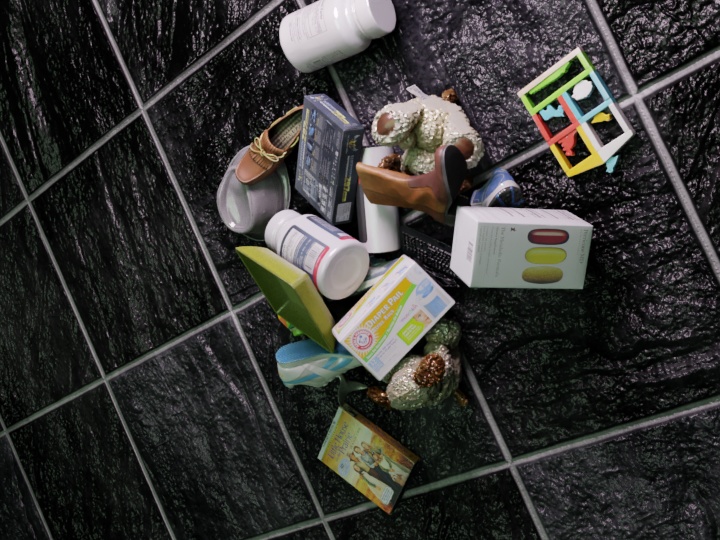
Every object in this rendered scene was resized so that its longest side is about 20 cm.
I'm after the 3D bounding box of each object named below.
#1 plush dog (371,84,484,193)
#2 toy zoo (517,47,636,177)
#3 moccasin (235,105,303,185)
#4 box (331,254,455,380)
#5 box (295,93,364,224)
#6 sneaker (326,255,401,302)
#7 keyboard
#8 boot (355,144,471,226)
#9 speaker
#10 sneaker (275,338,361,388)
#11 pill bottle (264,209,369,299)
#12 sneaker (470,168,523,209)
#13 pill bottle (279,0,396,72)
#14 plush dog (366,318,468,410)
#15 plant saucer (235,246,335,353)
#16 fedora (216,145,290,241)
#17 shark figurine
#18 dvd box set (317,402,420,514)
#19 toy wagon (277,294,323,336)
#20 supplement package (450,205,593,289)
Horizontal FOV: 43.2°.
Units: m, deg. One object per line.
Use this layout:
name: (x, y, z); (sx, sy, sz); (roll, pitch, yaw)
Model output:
plush dog: (0.125, -0.216, 1.611); (0.199, 0.161, 0.172); (18, 130, 11)
toy zoo: (0.362, -0.247, 1.501); (0.131, 0.020, 0.201); (-34, 81, 35)
moccasin: (-0.169, -0.245, 1.784); (0.201, 0.078, 0.074); (-36, 83, 11)
box: (0.057, 0.084, 1.661); (0.112, 0.101, 0.200); (43, 90, -13)
box: (-0.062, -0.211, 1.721); (0.158, 0.051, 0.201); (45, 136, 44)
sneaker: (0.000, 0.000, 1.770); (0.199, 0.078, 0.087); (-21, 86, 35)
keyboard: (0.147, -0.007, 1.655); (0.200, 0.040, 0.104); (28, 151, 34)
boot: (0.086, -0.162, 1.558); (0.199, 0.188, 0.069); (19, 68, 25)
speaker: (0.031, -0.137, 1.714); (0.081, 0.081, 0.201); (3, 103, 33)
sneaker: (-0.062, 0.177, 1.771); (0.199, 0.077, 0.081); (-8, 124, -3)
pill bottle: (-0.089, -0.038, 1.733); (0.200, 0.119, 0.120); (33, 119, 40)
sneaker: (0.222, -0.093, 1.613); (0.200, 0.075, 0.077); (-56, 32, 39)
pill bottle: (-0.040, -0.445, 1.665); (0.199, 0.114, 0.115); (-13, 94, 35)
plush dog: (0.112, 0.204, 1.674); (0.200, 0.172, 0.161); (-39, 78, 34)
plant saucer: (-0.129, 0.043, 1.724); (0.199, 0.048, 0.200); (30, 157, 44)
fedora: (-0.234, -0.156, 1.879); (0.176, 0.090, 0.201); (16, 109, 30)
shark figurine: (-0.046, 0.153, 1.832); (0.128, 0.089, 0.215); (22, 111, 29)
dvd box set: (0.014, 0.387, 1.880); (0.200, 0.029, 0.147); (34, 118, 22)
toy wagon: (-0.118, 0.043, 1.843); (0.200, 0.039, 0.156); (-29, 75, 55)
supplement package: (0.263, -0.039, 1.500); (0.199, 0.110, 0.114); (1, 107, -13)
